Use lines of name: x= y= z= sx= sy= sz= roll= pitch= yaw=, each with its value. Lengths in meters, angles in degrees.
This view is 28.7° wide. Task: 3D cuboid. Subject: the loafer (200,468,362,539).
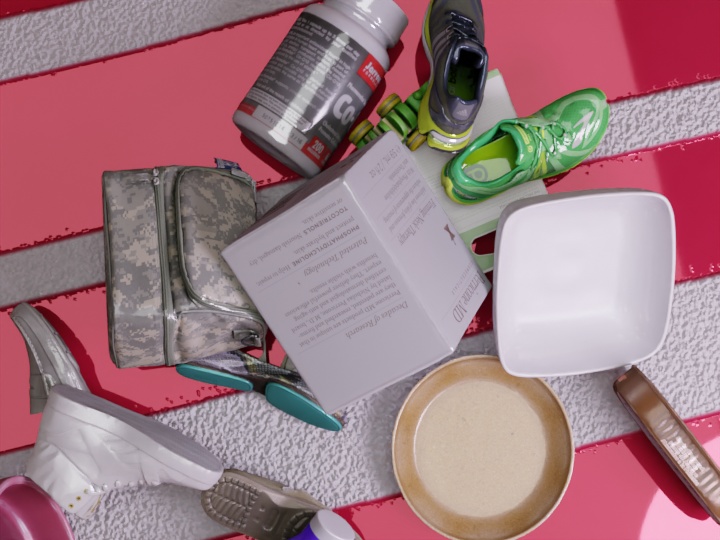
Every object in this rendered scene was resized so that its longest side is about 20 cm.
loafer: x=-0.079 y=0.263 z=1.499 sx=0.199 sy=0.068 sz=0.076 roll=33 pitch=97 yaw=-14

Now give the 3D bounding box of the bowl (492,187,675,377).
bowl: x=0.228 y=0.005 z=1.486 sx=0.197 sy=0.075 sz=0.203 roll=-6 pitch=112 yaw=-10

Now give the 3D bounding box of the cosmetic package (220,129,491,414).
cosmetic package: x=0.000 y=0.000 z=1.425 sx=0.165 sy=0.167 sz=0.201 roll=-29 pitch=100 yaw=28

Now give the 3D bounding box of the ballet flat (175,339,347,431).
ballet flat: x=-0.100 y=0.108 z=1.512 sx=0.198 sy=0.072 sz=0.073 roll=20 pitch=86 yaw=0

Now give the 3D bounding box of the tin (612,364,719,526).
tin: x=0.338 y=0.190 z=1.488 sx=0.042 sy=0.112 sz=0.201 roll=-38 pitch=86 yaw=6

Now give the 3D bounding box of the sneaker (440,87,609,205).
sneaker: x=0.179 y=-0.128 z=1.475 sx=0.198 sy=0.084 sz=0.075 roll=-29 pitch=85 yaw=-4

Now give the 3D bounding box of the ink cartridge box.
ink cartridge box: x=0.121 y=-0.100 z=1.536 sx=0.144 sy=0.048 sz=0.202 roll=-22 pitch=87 yaw=-2

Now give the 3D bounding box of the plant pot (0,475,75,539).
plant pot: x=-0.405 y=0.328 z=1.437 sx=0.177 sy=0.200 sz=0.203 roll=-16 pitch=86 yaw=14

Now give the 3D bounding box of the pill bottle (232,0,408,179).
pill bottle: x=-0.040 y=-0.211 z=1.510 sx=0.113 sy=0.114 sz=0.201 roll=34 pitch=86 yaw=2

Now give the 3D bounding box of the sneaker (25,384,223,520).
sneaker: x=-0.247 y=0.209 z=1.450 sx=0.198 sy=0.074 sz=0.117 roll=23 pitch=96 yaw=7

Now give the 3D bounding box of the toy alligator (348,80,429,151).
toy alligator: x=0.051 y=-0.165 z=1.494 sx=0.200 sy=0.054 sz=0.059 roll=-44 pitch=86 yaw=-4

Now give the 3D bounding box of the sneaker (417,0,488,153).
sneaker: x=0.106 y=-0.225 z=1.462 sx=0.073 sy=0.081 sz=0.203 roll=9 pitch=64 yaw=-15

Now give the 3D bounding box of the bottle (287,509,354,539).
bottle: x=-0.077 y=0.338 z=1.450 sx=0.083 sy=0.065 sz=0.201 roll=32 pitch=106 yaw=-8

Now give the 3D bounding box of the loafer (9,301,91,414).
loafer: x=-0.326 y=0.130 z=1.503 sx=0.069 sy=0.070 sz=0.202 roll=-30 pitch=87 yaw=-11

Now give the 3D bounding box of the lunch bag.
lunch bag: x=-0.183 y=-0.010 z=1.466 sx=0.165 sy=0.140 sz=0.203 roll=-3 pitch=61 yaw=-11

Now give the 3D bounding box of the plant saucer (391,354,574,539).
plant saucer: x=0.131 y=0.193 z=1.521 sx=0.197 sy=0.035 sz=0.204 roll=0 pitch=86 yaw=-1
